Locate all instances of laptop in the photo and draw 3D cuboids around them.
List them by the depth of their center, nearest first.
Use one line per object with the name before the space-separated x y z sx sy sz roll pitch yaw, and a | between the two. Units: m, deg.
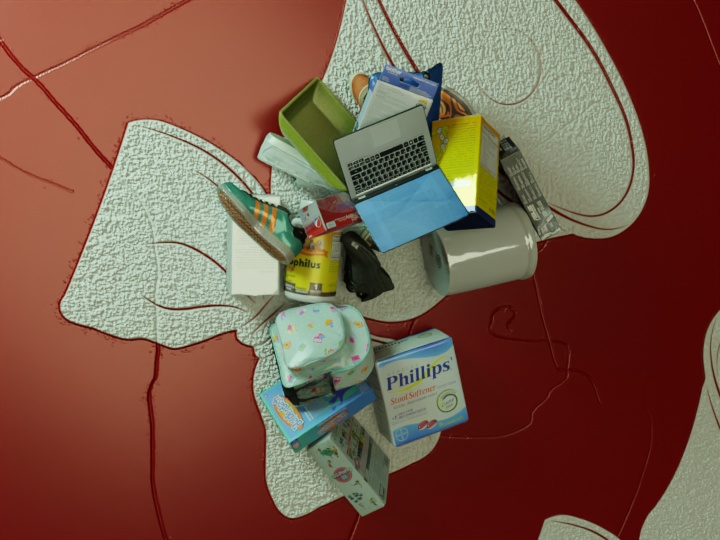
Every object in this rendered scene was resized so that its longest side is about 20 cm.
laptop | 0.076 -0.172 1.494 0.187 0.116 0.201 -24 119 -11

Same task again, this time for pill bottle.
pill bottle | -0.094 -0.040 1.639 0.109 0.109 0.201 5 96 -18

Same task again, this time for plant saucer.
plant saucer | -0.070 -0.262 1.597 0.048 0.200 0.200 -34 105 35

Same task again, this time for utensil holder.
utensil holder | 0.251 -0.043 1.721 0.199 0.170 0.171 -14 102 -14

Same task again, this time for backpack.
backpack | -0.073 0.154 1.618 0.199 0.176 0.154 -12 139 -8

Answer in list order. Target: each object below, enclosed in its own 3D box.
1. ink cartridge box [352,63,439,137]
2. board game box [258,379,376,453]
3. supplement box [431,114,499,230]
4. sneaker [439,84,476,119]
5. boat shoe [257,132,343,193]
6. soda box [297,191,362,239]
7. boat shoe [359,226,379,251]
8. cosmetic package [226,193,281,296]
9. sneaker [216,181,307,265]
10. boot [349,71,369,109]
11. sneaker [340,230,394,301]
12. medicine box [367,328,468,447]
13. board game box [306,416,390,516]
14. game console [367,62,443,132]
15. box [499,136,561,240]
ink cartridge box | 0.057 -0.285 1.535 0.119 0.042 0.201 16 115 -18
board game box | -0.090 0.261 1.662 0.200 0.152 0.045 -31 136 -11
supplement box | 0.205 -0.191 1.599 0.109 0.109 0.201 26 66 -57
sneaker | 0.196 -0.298 1.714 0.200 0.078 0.112 44 82 -18
boat shoe | -0.118 -0.203 1.638 0.200 0.070 0.072 30 105 -20
soda box | -0.022 -0.121 1.581 0.200 0.070 0.064 -21 89 -39
boat shoe | 0.074 -0.125 1.699 0.062 0.075 0.200 36 92 -6
cosmetic package | -0.215 -0.053 1.618 0.101 0.071 0.201 0 97 -18
sneaker | -0.187 -0.105 1.552 0.200 0.071 0.080 46 66 -13
boot | 0.044 -0.326 1.664 0.075 0.107 0.200 -37 135 0
sneaker | 0.000 0.000 1.666 0.091 0.076 0.200 -34 134 -1
medicine box | 0.118 0.251 1.753 0.181 0.103 0.201 -17 103 -15
board game box | -0.021 0.392 1.702 0.064 0.148 0.200 -30 108 18
game console | 0.090 -0.308 1.617 0.170 0.118 0.201 -2 116 -9
box | 0.356 -0.179 1.738 0.050 0.158 0.200 -28 107 11
